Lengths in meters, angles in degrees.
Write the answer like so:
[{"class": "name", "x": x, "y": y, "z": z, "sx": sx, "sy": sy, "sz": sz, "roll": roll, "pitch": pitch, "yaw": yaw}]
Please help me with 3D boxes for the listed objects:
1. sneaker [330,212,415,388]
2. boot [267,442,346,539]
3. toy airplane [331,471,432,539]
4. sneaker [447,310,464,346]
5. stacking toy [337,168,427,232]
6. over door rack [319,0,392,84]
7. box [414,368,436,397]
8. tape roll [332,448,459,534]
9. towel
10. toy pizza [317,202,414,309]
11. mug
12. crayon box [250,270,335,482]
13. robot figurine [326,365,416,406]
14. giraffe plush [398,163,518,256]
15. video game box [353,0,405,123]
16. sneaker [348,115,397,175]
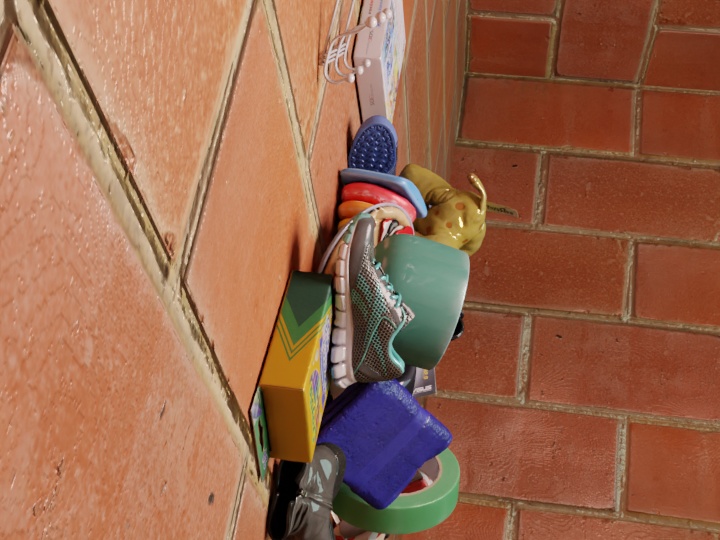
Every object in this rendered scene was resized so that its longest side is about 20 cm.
[{"class": "sneaker", "x": 0.017, "y": 0.035, "z": 1.214, "sx": 0.078, "sy": 0.091, "sz": 0.201, "roll": -67, "pitch": 160, "yaw": -75}, {"class": "boot", "x": -0.077, "y": 0.299, "z": 1.263, "sx": 0.131, "sy": 0.067, "sz": 0.201, "roll": 3, "pitch": 95, "yaw": -69}, {"class": "toy airplane", "x": 0.027, "y": 0.358, "z": 1.719, "sx": 0.199, "sy": 0.141, "sz": 0.200, "roll": -53, "pitch": -177, "yaw": -12}, {"class": "sneaker", "x": 0.103, "y": 0.084, "z": 1.533, "sx": 0.074, "sy": 0.087, "sz": 0.200, "roll": -58, "pitch": 162, "yaw": -26}, {"class": "stacking toy", "x": 0.003, "y": -0.030, "z": 1.462, "sx": 0.116, "sy": 0.109, "sz": 0.201, "roll": 47, "pitch": 59, "yaw": -59}, {"class": "over door rack", "x": -0.001, "y": -0.328, "z": 1.276, "sx": 0.148, "sy": 0.066, "sz": 0.201, "roll": -64, "pitch": 158, "yaw": -71}, {"class": "box", "x": 0.060, "y": 0.091, "z": 1.725, "sx": 0.200, "sy": 0.048, "sz": 0.159, "roll": -136, "pitch": -142, "yaw": -64}, {"class": "tape roll", "x": 0.045, "y": 0.305, "z": 1.584, "sx": 0.201, "sy": 0.199, "sz": 0.048, "roll": -68, "pitch": 162, "yaw": -65}, {"class": "towel", "x": 0.019, "y": 0.217, "z": 1.409, "sx": 0.148, "sy": 0.050, "sz": 0.200, "roll": -45, "pitch": 134, "yaw": -2}, {"class": "toy pizza", "x": 0.013, "y": 0.009, "z": 1.403, "sx": 0.200, "sy": 0.032, "sz": 0.201, "roll": -33, "pitch": 137, "yaw": -38}, {"class": "mug", "x": 0.047, "y": 0.044, "z": 1.321, "sx": 0.152, "sy": 0.114, "sz": 0.185, "roll": -83, "pitch": -167, "yaw": -54}, {"class": "crayon box", "x": -0.067, "y": 0.115, "z": 1.171, "sx": 0.126, "sy": 0.051, "sz": 0.200, "roll": 88, "pitch": 11, "yaw": -45}, {"class": "robot figurine", "x": 0.016, "y": 0.171, "z": 1.529, "sx": 0.150, "sy": 0.124, "sz": 0.201, "roll": -65, "pitch": 165, "yaw": -51}, {"class": "giraffe plush", "x": 0.109, "y": -0.039, "z": 1.577, "sx": 0.162, "sy": 0.199, "sz": 0.173, "roll": -58, "pitch": 133, "yaw": -26}, {"class": "video game box", "x": 0.031, "y": -0.326, "z": 1.589, "sx": 0.200, "sy": 0.047, "sz": 0.183, "roll": 79, "pitch": 16, "yaw": -64}, {"class": "sneaker", "x": 0.019, "y": -0.159, "z": 1.570, "sx": 0.200, "sy": 0.070, "sz": 0.078, "roll": 97, "pitch": 1, "yaw": -50}]
